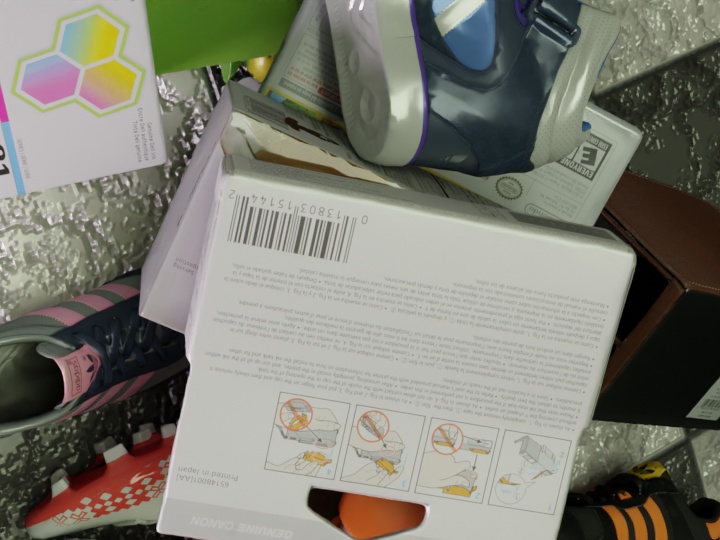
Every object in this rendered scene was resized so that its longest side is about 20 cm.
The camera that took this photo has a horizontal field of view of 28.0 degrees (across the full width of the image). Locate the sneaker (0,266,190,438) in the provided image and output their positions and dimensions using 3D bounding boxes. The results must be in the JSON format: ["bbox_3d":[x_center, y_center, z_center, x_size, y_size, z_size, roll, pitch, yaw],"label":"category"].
[{"bbox_3d":[-0.142,0.047,0.766,0.199,0.082,0.071,-22,104,-23],"label":"sneaker"}]

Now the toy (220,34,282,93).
[{"bbox_3d":[0.013,-0.132,0.843,0.199,0.047,0.116,-4,112,-20],"label":"toy"}]

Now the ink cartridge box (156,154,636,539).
[{"bbox_3d":[0.014,0.051,0.692,0.199,0.045,0.177,11,103,-11],"label":"ink cartridge box"}]

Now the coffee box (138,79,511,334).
[{"bbox_3d":[0.000,0.000,0.741,0.199,0.080,0.115,24,103,-14],"label":"coffee box"}]

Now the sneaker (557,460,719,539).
[{"bbox_3d":[0.163,0.160,0.943,0.199,0.070,0.091,27,80,-34],"label":"sneaker"}]

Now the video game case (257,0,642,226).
[{"bbox_3d":[0.027,-0.040,0.788,0.199,0.023,0.183,26,101,-15],"label":"video game case"}]

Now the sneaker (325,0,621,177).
[{"bbox_3d":[0.060,-0.147,0.725,0.145,0.080,0.202,-3,86,-26],"label":"sneaker"}]

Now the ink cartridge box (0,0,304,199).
[{"bbox_3d":[-0.110,-0.129,0.707,0.199,0.076,0.148,-12,137,-11],"label":"ink cartridge box"}]

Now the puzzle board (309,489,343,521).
[{"bbox_3d":[-0.003,0.148,0.886,0.199,0.017,0.152,13,91,-27],"label":"puzzle board"}]

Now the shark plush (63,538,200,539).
[{"bbox_3d":[-0.086,0.195,0.813,0.200,0.083,0.091,38,53,-52],"label":"shark plush"}]

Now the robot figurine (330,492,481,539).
[{"bbox_3d":[0.022,0.184,0.765,0.116,0.143,0.201,3,111,-63],"label":"robot figurine"}]

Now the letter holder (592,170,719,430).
[{"bbox_3d":[0.180,0.014,0.905,0.199,0.142,0.101,10,123,-47],"label":"letter holder"}]

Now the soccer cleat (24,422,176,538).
[{"bbox_3d":[-0.085,0.117,0.800,0.199,0.069,0.086,-23,95,-16],"label":"soccer cleat"}]
